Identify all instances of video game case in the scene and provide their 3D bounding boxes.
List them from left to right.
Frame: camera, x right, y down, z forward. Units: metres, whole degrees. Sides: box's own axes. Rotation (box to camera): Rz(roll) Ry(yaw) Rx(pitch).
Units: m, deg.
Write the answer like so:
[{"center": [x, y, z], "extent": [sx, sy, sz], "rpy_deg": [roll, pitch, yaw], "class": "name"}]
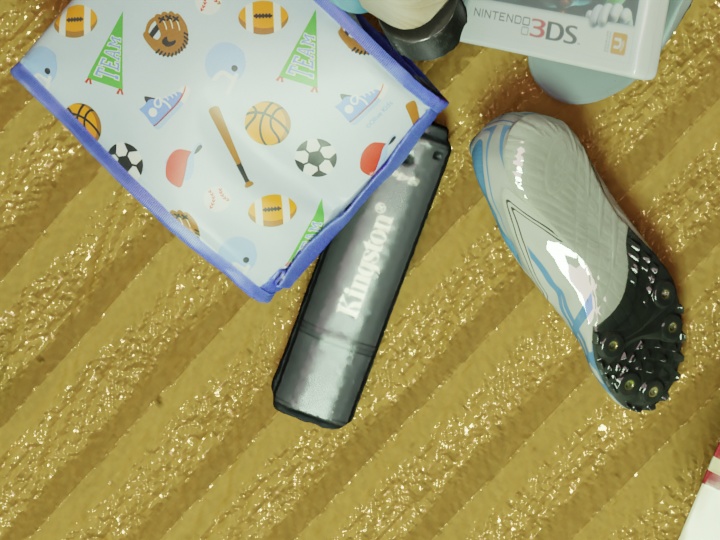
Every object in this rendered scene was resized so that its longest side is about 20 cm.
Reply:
[{"center": [0.112, -0.220, 1.216], "extent": [0.181, 0.023, 0.201], "rpy_deg": [19, 103, 47], "class": "video game case"}]

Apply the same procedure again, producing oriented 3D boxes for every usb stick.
[{"center": [0.000, 0.000, 1.313], "extent": [0.055, 0.033, 0.201], "rpy_deg": [22, 100, 7], "class": "usb stick"}]

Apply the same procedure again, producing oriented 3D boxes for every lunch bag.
[{"center": [-0.070, -0.105, 1.268], "extent": [0.200, 0.124, 0.170], "rpy_deg": [43, 100, 9], "class": "lunch bag"}]

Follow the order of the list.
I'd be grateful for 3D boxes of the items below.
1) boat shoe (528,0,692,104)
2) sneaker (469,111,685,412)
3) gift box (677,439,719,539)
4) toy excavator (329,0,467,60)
[{"center": [0.176, -0.182, 1.248], "extent": [0.071, 0.091, 0.200], "rpy_deg": [40, 128, 3], "class": "boat shoe"}, {"center": [0.130, -0.007, 1.283], "extent": [0.072, 0.072, 0.201], "rpy_deg": [-33, 104, -16], "class": "sneaker"}, {"center": [0.291, 0.139, 1.216], "extent": [0.186, 0.184, 0.201], "rpy_deg": [23, 104, 15], "class": "gift box"}, {"center": [0.012, -0.248, 1.210], "extent": [0.200, 0.100, 0.195], "rpy_deg": [36, 82, 27], "class": "toy excavator"}]
